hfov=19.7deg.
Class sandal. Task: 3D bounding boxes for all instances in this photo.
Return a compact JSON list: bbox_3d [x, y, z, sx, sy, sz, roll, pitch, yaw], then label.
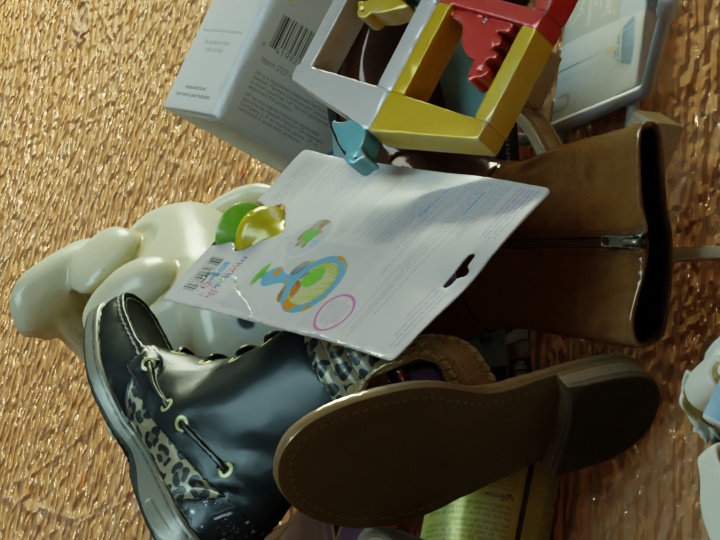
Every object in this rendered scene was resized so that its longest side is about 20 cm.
[{"bbox_3d":[0.037,0.063,0.971,0.070,0.211,0.078,47,134,45],"label":"sandal"}]

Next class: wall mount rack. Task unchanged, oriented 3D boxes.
[{"bbox_3d":[0.133,-0.150,1.119,0.173,0.074,0.201,-22,50,47],"label":"wall mount rack"}]

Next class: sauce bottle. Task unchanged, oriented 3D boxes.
[{"bbox_3d":[0.055,0.155,1.005,0.065,0.065,0.201,-16,52,50],"label":"sauce bottle"}]

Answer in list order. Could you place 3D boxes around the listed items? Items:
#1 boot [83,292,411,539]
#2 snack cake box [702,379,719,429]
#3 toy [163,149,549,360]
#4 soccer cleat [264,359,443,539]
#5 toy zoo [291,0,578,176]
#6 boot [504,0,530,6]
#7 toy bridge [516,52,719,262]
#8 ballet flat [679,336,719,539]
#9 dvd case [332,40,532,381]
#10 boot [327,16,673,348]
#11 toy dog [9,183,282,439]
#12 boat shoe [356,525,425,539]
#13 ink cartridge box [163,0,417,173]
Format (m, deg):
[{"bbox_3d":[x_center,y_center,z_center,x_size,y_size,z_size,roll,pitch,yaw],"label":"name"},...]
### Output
[{"bbox_3d":[-0.060,0.054,1.102,0.154,0.073,0.204,-39,44,12],"label":"boot"},{"bbox_3d":[0.235,0.000,0.815,0.067,0.115,0.201,25,88,59],"label":"snack cake box"},{"bbox_3d":[0.000,0.000,1.016,0.115,0.047,0.200,-47,34,-21],"label":"toy"},{"bbox_3d":[-0.006,0.140,1.114,0.073,0.068,0.200,45,107,38],"label":"soccer cleat"},{"bbox_3d":[0.046,-0.136,1.030,0.131,0.020,0.201,21,80,40],"label":"toy zoo"},{"bbox_3d":[0.065,-0.190,1.142,0.097,0.074,0.201,-50,23,49],"label":"boot"},{"bbox_3d":[0.134,-0.046,1.024,0.200,0.027,0.067,36,112,39],"label":"toy bridge"},{"bbox_3d":[0.173,0.075,0.890,0.073,0.073,0.201,-34,41,37],"label":"ballet flat"},{"bbox_3d":[0.036,-0.031,1.145,0.146,0.022,0.201,-7,86,53],"label":"dvd case"},{"bbox_3d":[0.066,-0.055,1.026,0.200,0.068,0.189,-5,84,54],"label":"boot"},{"bbox_3d":[-0.085,0.030,1.267,0.194,0.140,0.200,-39,22,-24],"label":"toy dog"},{"bbox_3d":[0.055,0.190,0.914,0.200,0.074,0.073,42,99,35],"label":"boat shoe"},{"bbox_3d":[-0.006,-0.154,1.257,0.085,0.144,0.201,18,81,61],"label":"ink cartridge box"}]
